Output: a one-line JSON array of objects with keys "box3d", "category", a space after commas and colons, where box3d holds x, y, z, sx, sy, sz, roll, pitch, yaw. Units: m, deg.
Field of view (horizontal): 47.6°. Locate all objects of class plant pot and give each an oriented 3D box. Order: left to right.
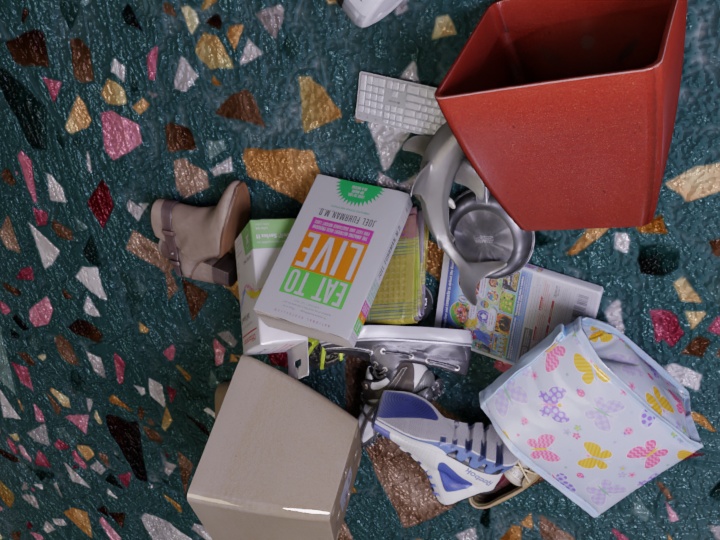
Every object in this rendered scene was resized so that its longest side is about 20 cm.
[{"box3d": [-0.098, 0.263, 1.096, 0.173, 0.203, 0.201, 12, 148, 10], "category": "plant pot"}, {"box3d": [0.211, -0.151, 0.789, 0.196, 0.201, 0.178, -1, 130, 31], "category": "plant pot"}]

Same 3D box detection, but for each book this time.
[{"box3d": [-0.030, -0.015, 1.004, 0.131, 0.203, 0.048, 13, 156, 24], "category": "book"}]

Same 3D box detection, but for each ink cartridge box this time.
[{"box3d": [-0.119, 0.045, 1.083, 0.117, 0.066, 0.205, 146, 119, -67], "category": "ink cartridge box"}]

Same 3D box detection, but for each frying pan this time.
[{"box3d": [0.158, -0.073, 0.950, 0.113, 0.031, 0.193, 25, 124, 17], "category": "frying pan"}]

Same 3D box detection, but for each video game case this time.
[{"box3d": [0.190, 0.053, 1.021, 0.196, 0.018, 0.146, 18, 125, 21], "category": "video game case"}]

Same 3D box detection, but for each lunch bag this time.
[{"box3d": [0.262, 0.156, 0.949, 0.198, 0.128, 0.170, 36, 121, -12], "category": "lunch bag"}]

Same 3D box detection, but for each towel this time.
[{"box3d": [0.000, 0.000, 1.055, 0.196, 0.023, 0.147, -6, 77, 32], "category": "towel"}]

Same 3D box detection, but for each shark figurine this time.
[{"box3d": [0.088, -0.075, 0.921, 0.126, 0.089, 0.220, 5, 109, 33], "category": "shark figurine"}]

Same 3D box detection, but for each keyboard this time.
[{"box3d": [0.080, -0.183, 0.941, 0.197, 0.011, 0.057, 19, 122, 26], "category": "keyboard"}]

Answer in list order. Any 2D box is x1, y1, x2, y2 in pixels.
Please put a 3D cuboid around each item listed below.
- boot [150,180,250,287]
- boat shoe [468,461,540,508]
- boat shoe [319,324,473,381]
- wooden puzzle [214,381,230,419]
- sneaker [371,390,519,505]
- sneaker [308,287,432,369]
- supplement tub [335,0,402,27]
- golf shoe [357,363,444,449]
[{"box3d": [-0.236, -0.067, 1.175, 0.144, 0.070, 0.203, 27, 127, 17], "category": "boot"}, {"box3d": [0.213, 0.262, 1.098, 0.074, 0.066, 0.201, 38, 129, 5], "category": "boat shoe"}, {"box3d": [0.044, 0.106, 1.031, 0.195, 0.070, 0.068, 2, 80, -3], "category": "boat shoe"}, {"box3d": [-0.160, 0.279, 1.292, 0.182, 0.046, 0.205, -6, 79, 39], "category": "wooden puzzle"}, {"box3d": [0.101, 0.247, 1.070, 0.196, 0.081, 0.117, 20, 122, 6], "category": "sneaker"}, {"box3d": [0.007, 0.062, 1.107, 0.197, 0.076, 0.077, -23, 99, 19], "category": "sneaker"}, {"box3d": [-0.019, -0.364, 0.833, 0.201, 0.123, 0.122, 49, 130, -4], "category": "supplement tub"}, {"box3d": [0.030, 0.183, 1.166, 0.095, 0.077, 0.200, 51, 122, 6], "category": "golf shoe"}]
